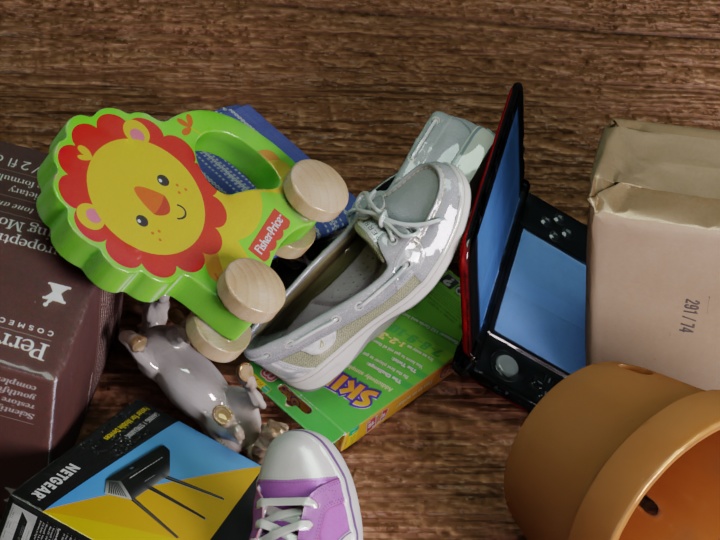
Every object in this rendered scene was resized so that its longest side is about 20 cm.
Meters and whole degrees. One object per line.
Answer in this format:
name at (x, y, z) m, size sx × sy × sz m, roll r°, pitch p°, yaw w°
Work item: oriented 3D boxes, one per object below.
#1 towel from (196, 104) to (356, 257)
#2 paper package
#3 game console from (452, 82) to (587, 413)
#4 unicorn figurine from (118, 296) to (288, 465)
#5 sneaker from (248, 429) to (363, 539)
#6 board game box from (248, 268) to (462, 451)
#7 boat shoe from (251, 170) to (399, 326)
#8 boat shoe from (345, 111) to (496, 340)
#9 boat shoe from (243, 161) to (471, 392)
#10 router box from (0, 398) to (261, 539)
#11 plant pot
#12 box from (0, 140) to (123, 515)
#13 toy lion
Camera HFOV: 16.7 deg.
towel at (-0.100, -0.057, 1.830) m, size 0.145 × 0.024 × 0.200 m, roll 40°, pitch 35°, yaw 19°
paper package at (0.260, 0.001, 1.779) m, size 0.189 × 0.201 × 0.104 m, roll 7°, pitch 48°, yaw 10°
game console at (0.142, -0.009, 1.845) m, size 0.172 × 0.119 × 0.201 m, roll 29°, pitch 46°, yaw -10°
unicorn figurine at (-0.123, 0.068, 1.764) m, size 0.074 × 0.137 × 0.201 m, roll -28°, pitch 78°, yaw -8°
sneaker at (-0.051, 0.193, 1.556) m, size 0.072 × 0.114 × 0.202 m, roll -7°, pitch 74°, yaw 23°
board game box at (0.011, 0.061, 1.847) m, size 0.095 × 0.030 × 0.200 m, roll 39°, pitch 50°, yaw 24°
boat shoe at (-0.014, -0.020, 1.895) m, size 0.067 × 0.057 × 0.200 m, roll 37°, pitch 52°, yaw 22°
boat shoe at (0.028, -0.034, 1.849) m, size 0.071 × 0.070 × 0.201 m, roll 29°, pitch 71°, yaw 17°
boat shoe at (-0.001, 0.000, 1.757) m, size 0.065 × 0.202 × 0.075 m, roll 31°, pitch 18°, yaw -45°
router box at (-0.135, 0.168, 1.647) m, size 0.149 × 0.051 × 0.200 m, roll 27°, pitch 23°, yaw 10°
plant pot at (0.193, 0.154, 1.698) m, size 0.199 × 0.201 × 0.140 m, roll -24°, pitch 40°, yaw -29°
box at (-0.265, 0.036, 1.719) m, size 0.165 × 0.165 × 0.201 m, roll 15°, pitch 47°, yaw 1°
toy lion at (-0.125, -0.046, 1.703) m, size 0.191 × 0.069 × 0.200 m, roll 39°, pitch 41°, yaw -6°
